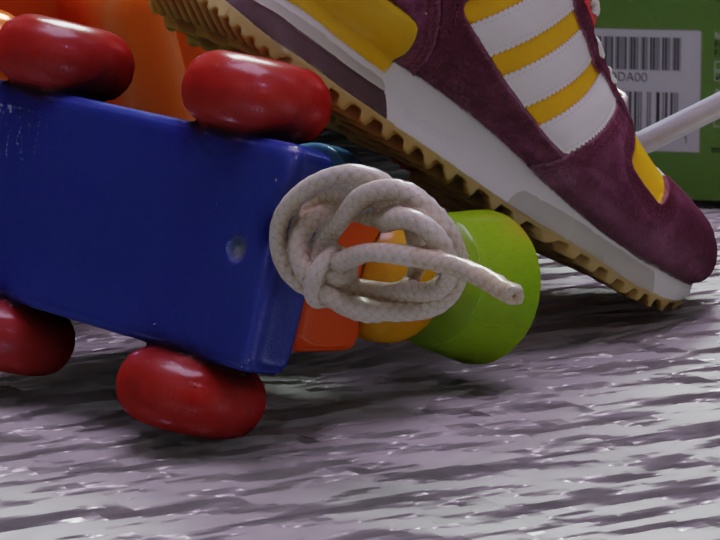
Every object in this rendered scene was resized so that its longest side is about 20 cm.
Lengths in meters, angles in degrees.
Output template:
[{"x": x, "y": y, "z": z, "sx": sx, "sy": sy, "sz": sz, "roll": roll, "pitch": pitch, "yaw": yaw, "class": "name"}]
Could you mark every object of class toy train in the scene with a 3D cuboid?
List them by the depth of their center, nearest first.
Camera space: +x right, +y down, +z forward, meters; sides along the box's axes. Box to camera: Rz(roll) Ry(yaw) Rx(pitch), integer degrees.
[{"x": 0.000, "y": 0.000, "z": 0.691, "sx": 0.116, "sy": 0.085, "sz": 0.200, "roll": 10, "pitch": 3, "yaw": -45, "class": "toy train"}]

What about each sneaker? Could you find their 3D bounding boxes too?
[{"x": 0.040, "y": -0.060, "z": 0.770, "sx": 0.200, "sy": 0.090, "sz": 0.075, "roll": 31, "pitch": -4, "yaw": -43, "class": "sneaker"}]

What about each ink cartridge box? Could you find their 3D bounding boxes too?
[{"x": 0.141, "y": -0.077, "z": 1.062, "sx": 0.148, "sy": 0.076, "sz": 0.200, "roll": 2, "pitch": 12, "yaw": 12, "class": "ink cartridge box"}]

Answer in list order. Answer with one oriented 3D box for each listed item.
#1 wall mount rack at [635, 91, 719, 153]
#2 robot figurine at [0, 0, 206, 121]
[{"x": 0.050, "y": -0.089, "z": 0.843, "sx": 0.174, "sy": 0.075, "sz": 0.200, "roll": 9, "pitch": -29, "yaw": 44, "class": "wall mount rack"}, {"x": -0.108, "y": -0.056, "z": 0.855, "sx": 0.117, "sy": 0.144, "sz": 0.200, "roll": 36, "pitch": -7, "yaw": -27, "class": "robot figurine"}]
